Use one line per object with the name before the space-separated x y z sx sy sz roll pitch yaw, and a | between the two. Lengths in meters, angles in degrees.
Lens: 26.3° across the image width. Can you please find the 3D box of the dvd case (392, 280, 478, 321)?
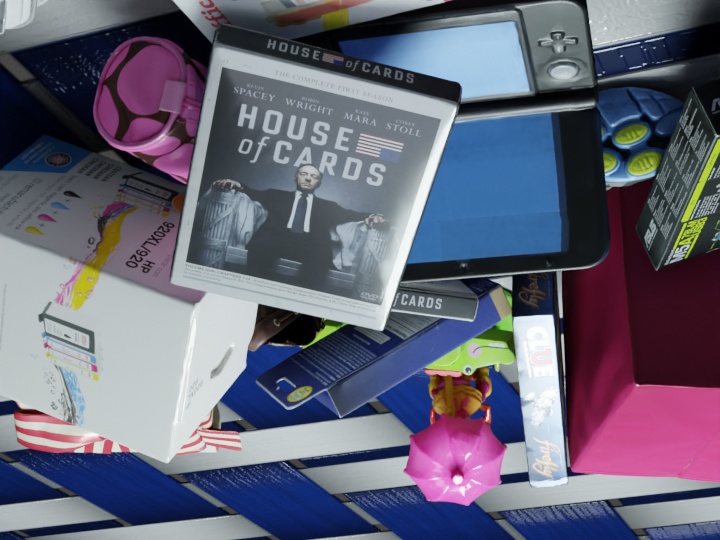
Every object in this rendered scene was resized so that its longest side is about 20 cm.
dvd case | 0.000 0.000 1.248 0.149 0.025 0.200 7 -169 -12

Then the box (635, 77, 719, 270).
box | 0.305 -0.087 1.094 0.191 0.048 0.200 -16 156 -8

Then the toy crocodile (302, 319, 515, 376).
toy crocodile | 0.044 0.067 1.374 0.198 0.062 0.068 4 -166 13

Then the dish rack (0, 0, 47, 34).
dish rack | -0.286 -0.205 0.943 0.198 0.044 0.172 8 154 -11

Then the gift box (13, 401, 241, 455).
gift box | -0.196 0.072 1.343 0.182 0.189 0.200 -1 153 6

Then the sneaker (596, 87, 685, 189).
sneaker | 0.165 -0.085 1.164 0.198 0.072 0.082 -18 170 29

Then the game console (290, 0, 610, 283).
game console | 0.054 -0.081 0.986 0.198 0.120 0.171 -5 156 11

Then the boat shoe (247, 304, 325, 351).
boat shoe | -0.066 0.037 1.318 0.070 0.070 0.200 -47 166 18

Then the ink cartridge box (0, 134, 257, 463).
ink cartridge box | -0.189 0.017 1.155 0.198 0.147 0.146 20 123 11

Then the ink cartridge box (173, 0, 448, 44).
ink cartridge box | -0.024 -0.210 0.875 0.198 0.084 0.145 -10 152 21

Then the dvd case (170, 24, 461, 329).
dvd case | -0.033 -0.052 0.968 0.149 0.025 0.201 13 134 -4

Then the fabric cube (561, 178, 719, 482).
fabric cube | 0.284 0.047 1.268 0.198 0.198 0.200 4 152 -5

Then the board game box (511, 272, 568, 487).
board game box | 0.152 0.065 1.299 0.034 0.136 0.201 -3 132 9

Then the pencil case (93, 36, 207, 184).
pencil case | -0.086 -0.086 1.059 0.093 0.091 0.199 28 -179 44

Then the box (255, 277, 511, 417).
box | 0.016 0.063 1.267 0.199 0.033 0.121 -29 -164 -12

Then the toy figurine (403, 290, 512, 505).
toy figurine | 0.088 0.135 1.467 0.148 0.186 0.200 -3 155 8
